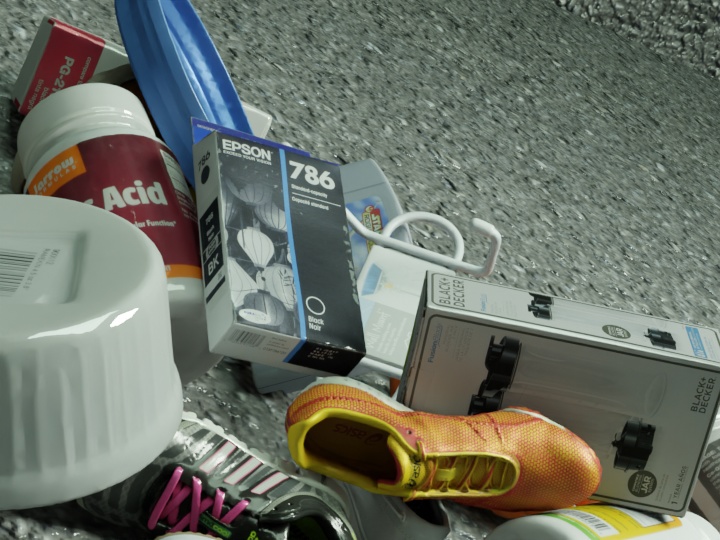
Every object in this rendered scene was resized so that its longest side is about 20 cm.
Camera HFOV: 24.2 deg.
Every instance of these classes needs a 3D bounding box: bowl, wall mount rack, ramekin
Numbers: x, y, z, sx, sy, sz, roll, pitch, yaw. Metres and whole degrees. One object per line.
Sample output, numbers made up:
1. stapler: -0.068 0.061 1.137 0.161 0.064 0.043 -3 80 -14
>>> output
1. bowl: -0.128 -0.134 1.278 0.201 0.039 0.202 -25 90 -83
2. wall mount rack: 0.000 0.000 1.178 0.173 0.075 0.201 19 49 7
3. ramekin: -0.199 0.036 0.940 0.199 0.098 0.201 3 28 -1

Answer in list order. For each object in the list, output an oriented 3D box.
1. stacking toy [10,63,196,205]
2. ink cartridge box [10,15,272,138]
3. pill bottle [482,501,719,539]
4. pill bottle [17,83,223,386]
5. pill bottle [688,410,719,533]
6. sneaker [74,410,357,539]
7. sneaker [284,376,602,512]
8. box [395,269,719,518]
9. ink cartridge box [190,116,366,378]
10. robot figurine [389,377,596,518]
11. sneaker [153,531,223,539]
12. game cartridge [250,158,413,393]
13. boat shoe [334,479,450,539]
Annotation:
1. stacking toy: -0.157 -0.047 1.291 0.200 0.146 0.146 47 22 5
2. ink cartridge box: -0.191 -0.140 1.443 0.199 0.085 0.145 23 4 -17
3. pill bottle: 0.164 0.208 1.101 0.111 0.112 0.199 42 23 31
4. pill bottle: -0.165 -0.024 1.140 0.114 0.114 0.201 11 43 -41
5. pill bottle: 0.310 0.195 1.326 0.113 0.114 0.200 18 23 -28
6. sneaker: -0.079 0.143 0.983 0.199 0.074 0.087 23 14 -30
7. sneaker: 0.050 0.120 1.031 0.198 0.073 0.077 8 22 0
8. box: 0.125 0.079 1.084 0.198 0.117 0.060 10 24 -2
9. ink cartridge box: -0.056 -0.026 1.101 0.099 0.039 0.201 13 47 -28
10. robot figurine: 0.100 0.104 1.256 0.200 0.144 0.117 42 -5 31
11. sneaker: -0.025 0.208 0.904 0.199 0.070 0.109 16 18 -15
12. game cartridge: -0.024 -0.002 1.279 0.042 0.132 0.201 63 13 -45
13. boat shoe: 0.019 0.137 1.135 0.072 0.069 0.200 23 21 -15
